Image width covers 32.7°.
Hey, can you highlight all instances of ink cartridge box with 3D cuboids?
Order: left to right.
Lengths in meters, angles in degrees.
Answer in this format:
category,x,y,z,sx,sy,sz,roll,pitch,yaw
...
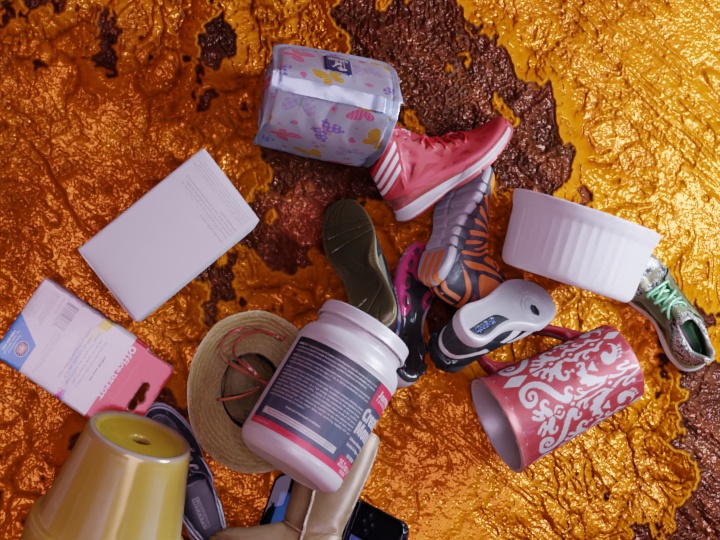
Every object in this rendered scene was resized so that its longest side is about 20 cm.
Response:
category,x,y,z,sx,sy,sz,roll,pitch,yaw
ink cartridge box,-0.346,0.113,1.554,0.199,0.067,0.117,35,84,-5

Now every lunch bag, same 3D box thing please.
category,x,y,z,sx,sy,sz,roll,pitch,yaw
lunch bag,-0.041,-0.210,1.547,0.167,0.200,0.129,10,86,-7

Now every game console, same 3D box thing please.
category,x,y,z,sx,sy,sz,roll,pitch,yaw
game console,-0.053,0.386,1.566,0.118,0.172,0.203,22,85,-33

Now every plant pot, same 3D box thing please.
category,x,y,z,sx,sy,sz,roll,pitch,yaw
plant pot,-0.290,0.282,1.469,0.198,0.201,0.191,19,100,-7

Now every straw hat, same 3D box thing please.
category,x,y,z,sx,sy,sz,roll,pitch,yaw
straw hat,-0.145,0.153,1.570,0.198,0.085,0.205,1,88,-25

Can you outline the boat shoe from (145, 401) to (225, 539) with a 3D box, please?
category,x,y,z,sx,sy,sz,roll,pitch,yaw
boat shoe,-0.224,0.262,1.562,0.071,0.068,0.203,-22,92,-17

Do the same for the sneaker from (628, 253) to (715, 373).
category,x,y,z,sx,sy,sz,roll,pitch,yaw
sneaker,0.422,0.049,1.660,0.077,0.089,0.201,-38,93,-8

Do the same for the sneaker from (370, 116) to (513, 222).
category,x,y,z,sx,sy,sz,roll,pitch,yaw
sneaker,0.100,-0.165,1.616,0.199,0.078,0.116,-39,106,-7

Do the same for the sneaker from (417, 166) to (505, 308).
category,x,y,z,sx,sy,sz,roll,pitch,yaw
sneaker,0.150,-0.038,1.638,0.112,0.077,0.202,39,64,-30

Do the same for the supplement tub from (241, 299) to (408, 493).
category,x,y,z,sx,sy,sz,roll,pitch,yaw
supplement tub,-0.041,0.153,1.493,0.139,0.140,0.201,33,75,-6

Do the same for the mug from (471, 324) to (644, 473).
category,x,y,z,sx,sy,sz,roll,pitch,yaw
mug,0.254,0.142,1.613,0.198,0.133,0.180,-24,93,-12

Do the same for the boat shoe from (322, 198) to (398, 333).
category,x,y,z,sx,sy,sz,roll,pitch,yaw
boat shoe,0.001,0.000,1.592,0.071,0.066,0.203,-21,57,0

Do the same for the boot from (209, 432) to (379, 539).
category,x,y,z,sx,sy,sz,roll,pitch,yaw
boot,-0.083,0.286,1.556,0.173,0.066,0.202,13,61,9

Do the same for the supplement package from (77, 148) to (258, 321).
category,x,y,z,sx,sy,sz,roll,pitch,yaw
supplement package,-0.241,-0.041,1.552,0.199,0.117,0.118,-40,94,-9

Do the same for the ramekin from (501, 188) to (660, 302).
category,x,y,z,sx,sy,sz,roll,pitch,yaw
ramekin,0.280,-0.030,1.593,0.198,0.200,0.099,18,93,-7

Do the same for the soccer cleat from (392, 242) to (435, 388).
category,x,y,z,sx,sy,sz,roll,pitch,yaw
soccer cleat,0.051,0.059,1.618,0.069,0.086,0.203,27,60,-32

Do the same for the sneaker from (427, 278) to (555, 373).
category,x,y,z,sx,sy,sz,roll,pitch,yaw
sneaker,0.159,0.075,1.593,0.198,0.112,0.074,-13,68,-45
